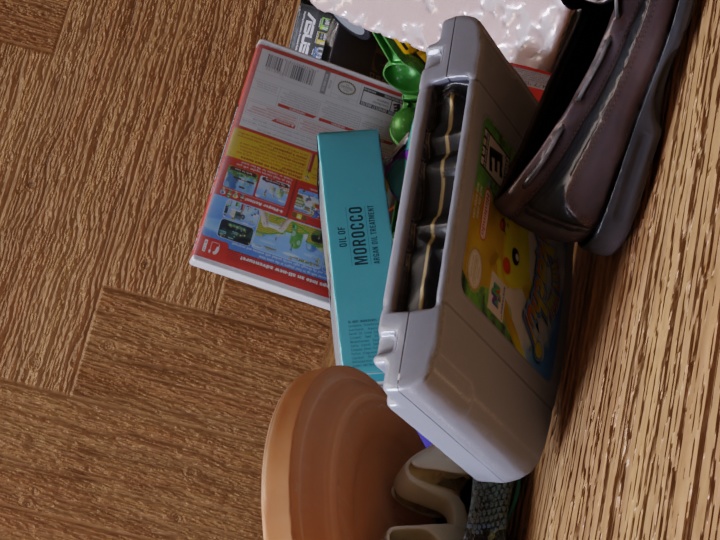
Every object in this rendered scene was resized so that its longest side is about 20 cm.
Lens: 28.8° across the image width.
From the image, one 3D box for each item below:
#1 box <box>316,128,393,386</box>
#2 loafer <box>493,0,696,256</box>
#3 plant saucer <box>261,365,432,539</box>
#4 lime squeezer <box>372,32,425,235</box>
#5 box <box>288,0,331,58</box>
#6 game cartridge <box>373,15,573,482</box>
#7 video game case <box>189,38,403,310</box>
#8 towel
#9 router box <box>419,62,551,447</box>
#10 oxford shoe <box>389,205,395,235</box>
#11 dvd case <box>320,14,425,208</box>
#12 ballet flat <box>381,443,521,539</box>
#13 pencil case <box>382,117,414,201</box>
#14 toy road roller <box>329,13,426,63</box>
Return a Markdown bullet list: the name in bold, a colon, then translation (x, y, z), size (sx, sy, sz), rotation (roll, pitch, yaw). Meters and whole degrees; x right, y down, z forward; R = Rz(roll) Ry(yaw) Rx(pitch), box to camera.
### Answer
- **box**: translation (0.000, 0.000, 1.052), size (0.082, 0.049, 0.200), rotation (93, 171, -64)
- **loafer**: translation (0.114, -0.109, 0.646), size (0.072, 0.063, 0.200), rotation (172, 113, -86)
- **plant saucer**: translation (0.009, 0.148, 0.747), size (0.200, 0.032, 0.200), rotation (46, -144, -48)
- **lime squeezer**: translation (0.034, -0.126, 1.116), size (0.071, 0.038, 0.200), rotation (-67, -26, -60)
- **box**: translation (0.011, -0.145, 1.361), size (0.048, 0.193, 0.200), rotation (-90, 14, -69)
- **game cartridge**: translation (0.063, -0.007, 0.683), size (0.133, 0.040, 0.200), rotation (47, -134, -51)
- **video game case**: translation (-0.043, -0.076, 1.138), size (0.017, 0.143, 0.200), rotation (137, 150, -69)
- **towel**: translation (0.070, -0.237, 0.941), size (0.032, 0.200, 0.191), rotation (-23, -46, -54)
- **router box**: translation (0.077, -0.004, 0.915), size (0.180, 0.049, 0.200), rotation (-80, 5, -46)
- **oxford shoe**: translation (0.056, 0.033, 1.125), size (0.200, 0.071, 0.073), rotation (-91, -24, -44)
- **dvd case**: translation (0.030, -0.122, 1.244), size (0.016, 0.200, 0.149), rotation (7, 80, 45)
- **ballet flat**: translation (0.046, 0.131, 0.719), size (0.200, 0.074, 0.074), rotation (-80, 6, -49)
- **pencil case**: translation (0.080, -0.132, 1.041), size (0.085, 0.092, 0.200), rotation (-75, 3, -60)
- **toy road roller**: translation (0.073, -0.223, 1.118), size (0.123, 0.146, 0.200), rotation (-48, 11, -12)
